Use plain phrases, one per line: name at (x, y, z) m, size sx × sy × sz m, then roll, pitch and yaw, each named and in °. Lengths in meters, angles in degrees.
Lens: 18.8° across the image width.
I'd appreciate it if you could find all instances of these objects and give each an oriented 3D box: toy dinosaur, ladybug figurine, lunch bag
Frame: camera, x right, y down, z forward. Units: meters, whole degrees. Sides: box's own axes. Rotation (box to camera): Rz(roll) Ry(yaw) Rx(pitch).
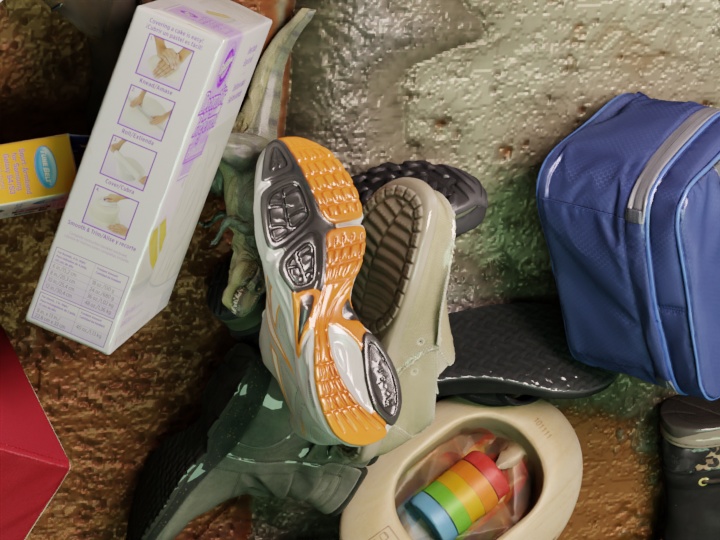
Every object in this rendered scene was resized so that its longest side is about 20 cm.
toy dinosaur at (-0.087, -0.075, 1.404) m, size 0.088 × 0.047 × 0.201 m, roll 8°, pitch 97°, yaw -4°
ladybug figurine at (0.067, 0.167, 1.548) m, size 0.200 × 0.136 × 0.072 m, roll -32°, pitch 166°, yaw -19°
lunch bag at (0.218, -0.009, 1.466) m, size 0.136 × 0.132 × 0.200 m, roll -41°, pitch 129°, yaw -32°

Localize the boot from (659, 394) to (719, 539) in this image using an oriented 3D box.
boot at (0.316, 0.165, 1.654) m, size 0.199 × 0.073 × 0.151 m, roll -3°, pitch 117°, yaw -13°

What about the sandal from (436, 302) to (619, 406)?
sandal at (0.082, 0.064, 1.534) m, size 0.200 × 0.076 × 0.048 m, roll 0°, pitch 147°, yaw -9°

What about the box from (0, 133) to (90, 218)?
box at (-0.251, -0.047, 1.320) m, size 0.199 × 0.119 × 0.042 m, roll -8°, pitch 89°, yaw -10°

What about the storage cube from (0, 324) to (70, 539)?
storage cube at (-0.314, 0.116, 1.350) m, size 0.179 × 0.200 × 0.171 m, roll 21°, pitch 108°, yaw -34°

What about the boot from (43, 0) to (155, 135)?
boot at (-0.163, -0.171, 1.332) m, size 0.097 × 0.075 × 0.200 m, roll 19°, pitch 121°, yaw 0°

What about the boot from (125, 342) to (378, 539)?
boot at (-0.068, 0.145, 1.494) m, size 0.130 × 0.068 × 0.200 m, roll 24°, pitch 122°, yaw -22°

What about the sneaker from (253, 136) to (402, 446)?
sneaker at (-0.040, 0.018, 1.377) m, size 0.075 × 0.092 × 0.201 m, roll -7°, pitch 82°, yaw -31°

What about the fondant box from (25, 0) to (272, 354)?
fondant box at (-0.125, -0.063, 1.308) m, size 0.058 × 0.144 × 0.201 m, roll 21°, pitch 103°, yaw 4°

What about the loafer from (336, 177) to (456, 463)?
loafer at (0.026, 0.029, 1.405) m, size 0.068 × 0.076 × 0.201 m, roll -8°, pitch 125°, yaw -36°

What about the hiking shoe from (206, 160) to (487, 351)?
hiking shoe at (0.000, 0.000, 1.470) m, size 0.199 × 0.076 × 0.101 m, roll -25°, pitch 131°, yaw 6°
